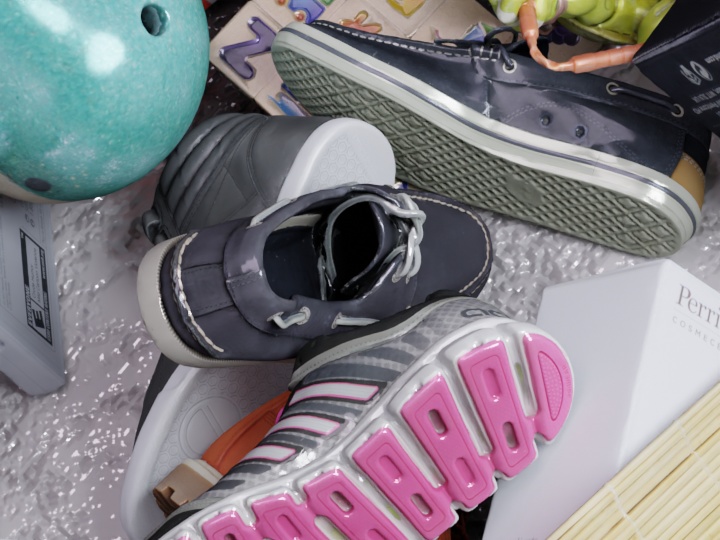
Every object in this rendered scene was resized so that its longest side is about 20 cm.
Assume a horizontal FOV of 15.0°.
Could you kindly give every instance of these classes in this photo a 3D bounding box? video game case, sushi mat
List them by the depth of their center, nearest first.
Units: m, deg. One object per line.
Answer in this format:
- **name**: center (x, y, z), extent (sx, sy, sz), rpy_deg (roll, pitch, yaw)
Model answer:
- **sushi mat**: center (0.136, 0.094, 0.991), extent (0.200, 0.096, 0.012), rpy_deg (-37, 11, -35)
- **video game case**: center (-0.188, -0.069, 1.200), extent (0.023, 0.182, 0.201), rpy_deg (-19, 57, 16)

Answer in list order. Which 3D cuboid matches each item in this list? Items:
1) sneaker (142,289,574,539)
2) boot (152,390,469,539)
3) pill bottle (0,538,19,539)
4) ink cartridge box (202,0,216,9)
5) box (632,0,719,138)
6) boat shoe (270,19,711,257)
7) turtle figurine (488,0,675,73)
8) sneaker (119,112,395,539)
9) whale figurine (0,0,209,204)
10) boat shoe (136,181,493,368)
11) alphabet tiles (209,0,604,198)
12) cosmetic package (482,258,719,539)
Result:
- **sneaker**: center (-0.012, 0.076, 1.034), extent (0.199, 0.074, 0.088), rpy_deg (-38, 24, 4)
- **boot**: center (0.020, 0.113, 1.085), extent (0.107, 0.075, 0.200), rpy_deg (-40, 60, -18)
- **pill bottle**: center (-0.146, 0.216, 1.067), extent (0.113, 0.114, 0.201), rpy_deg (-12, 58, 16)
- **ink cartridge box**: center (-0.102, -0.183, 1.239), extent (0.050, 0.162, 0.201), rpy_deg (6, 63, 48)
- **box**: center (0.244, -0.098, 1.023), extent (0.200, 0.117, 0.197), rpy_deg (39, 79, -6)
- **boat shoe**: center (0.057, -0.068, 1.158), extent (0.199, 0.075, 0.063), rpy_deg (20, 66, 16)
- **turtle figurine**: center (0.096, -0.133, 1.142), extent (0.199, 0.065, 0.161), rpy_deg (-23, 59, -42)
- **sneaker**: center (-0.063, 0.020, 1.177), extent (0.099, 0.071, 0.201), rpy_deg (21, 84, 51)
- **whale figurine**: center (-0.144, -0.116, 1.143), extent (0.103, 0.200, 0.160), rpy_deg (-10, 49, 43)
- **boat shoe**: center (0.000, 0.000, 1.087), extent (0.062, 0.199, 0.073), rpy_deg (-20, 83, 39)
- **alphabet tiles**: center (0.008, -0.135, 1.219), extent (0.200, 0.008, 0.167), rpy_deg (41, 83, 12)
- **cosmetic package**: center (0.104, 0.110, 1.020), extent (0.071, 0.101, 0.201), rpy_deg (-15, 53, 50)
